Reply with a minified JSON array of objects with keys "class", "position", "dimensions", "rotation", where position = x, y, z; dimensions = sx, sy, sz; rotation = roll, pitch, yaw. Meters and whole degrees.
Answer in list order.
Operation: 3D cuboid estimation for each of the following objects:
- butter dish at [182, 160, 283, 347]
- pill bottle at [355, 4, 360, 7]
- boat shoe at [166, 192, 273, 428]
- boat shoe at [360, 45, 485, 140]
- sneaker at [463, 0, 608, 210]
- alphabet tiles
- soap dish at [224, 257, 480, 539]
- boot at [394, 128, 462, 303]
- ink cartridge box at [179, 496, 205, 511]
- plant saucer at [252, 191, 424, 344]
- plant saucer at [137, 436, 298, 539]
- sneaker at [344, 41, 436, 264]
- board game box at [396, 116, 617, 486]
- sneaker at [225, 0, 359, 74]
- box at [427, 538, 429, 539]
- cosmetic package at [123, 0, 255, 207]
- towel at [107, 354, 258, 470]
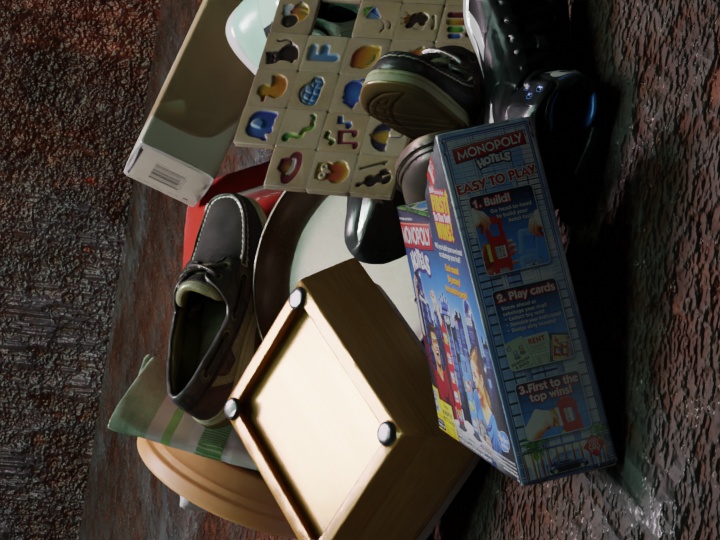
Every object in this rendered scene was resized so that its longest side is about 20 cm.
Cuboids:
[{"class":"butter dish","position":[-0.043,0.013,1.677],"dimensions":[0.198,0.148,0.201],"rotation":[-15,61,28]},{"class":"pill bottle","position":[-0.009,-0.201,1.683],"dimensions":[0.200,0.108,0.110],"rotation":[137,138,-69]},{"class":"boat shoe","position":[-0.117,0.024,1.584],"dimensions":[0.071,0.066,0.202],"rotation":[-8,65,31]},{"class":"boat shoe","position":[0.054,-0.120,1.318],"dimensions":[0.200,0.073,0.065],"rotation":[30,-107,-70]},{"class":"sneaker","position":[0.117,-0.133,1.226],"dimensions":[0.112,0.073,0.202],"rotation":[162,106,-72]},{"class":"alphabet tiles","position":[0.001,-0.142,1.445],"dimensions":[0.008,0.166,0.201],"rotation":[63,-142,-57]},{"class":"soap dish","position":[-0.011,0.111,1.415],"dimensions":[0.158,0.081,0.200],"rotation":[-57,46,25]},{"class":"boot","position":[0.067,-0.018,1.331],"dimensions":[0.200,0.074,0.098],"rotation":[76,-176,-68]},{"class":"ink cartridge box","position":[-0.131,0.155,2.062],"dimensions":[0.200,0.087,0.146],"rotation":[124,150,-59]},{"class":"plant saucer","position":[0.000,0.000,1.525],"dimensions":[0.199,0.032,0.202],"rotation":[-13,70,37]},{"class":"plant saucer","position":[-0.089,0.161,1.655],"dimensions":[0.200,0.199,0.038],"rotation":[-119,49,-68]},{"class":"sneaker","position":[0.023,-0.090,1.472],"dimensions":[0.084,0.074,0.201],"rotation":[-3,55,39]},{"class":"board game box","position":[0.079,0.009,1.184],"dimensions":[0.200,0.061,0.201],"rotation":[-154,53,-77]},{"class":"sneaker","position":[-0.014,-0.150,1.558],"dimensions":[0.074,0.200,0.118],"rotation":[-50,9,-26]},{"class":"box","position":[0.018,0.237,1.514],"dimensions":[0.200,0.032,0.122],"rotation":[-123,42,-69]},{"class":"cosmetic package","position":[-0.125,-0.166,1.673],"dimensions":[0.201,0.071,0.105],"rotation":[-68,9,-19]},{"class":"towel","position":[-0.097,0.125,1.630],"dimensions":[0.153,0.199,0.024],"rotation":[-72,-2,-72]}]
